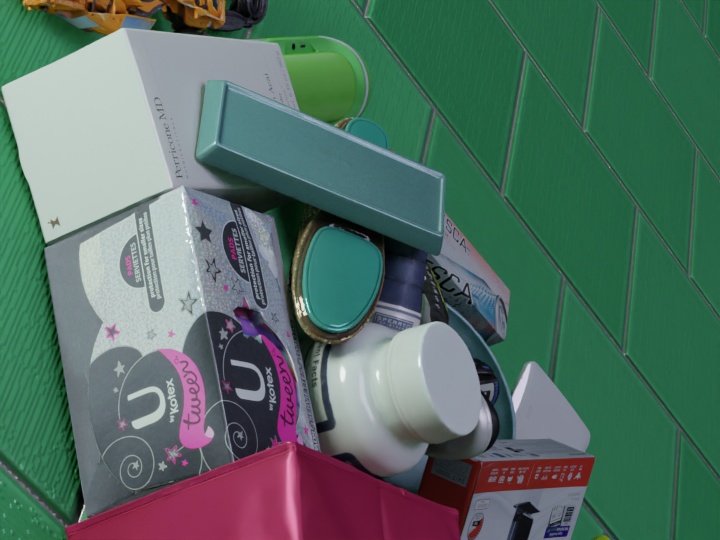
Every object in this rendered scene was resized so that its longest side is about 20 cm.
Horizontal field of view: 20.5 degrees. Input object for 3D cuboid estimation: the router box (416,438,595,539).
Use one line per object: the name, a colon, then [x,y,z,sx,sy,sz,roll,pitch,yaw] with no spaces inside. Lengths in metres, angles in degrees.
router box: [0.102,0.228,1.605,0.200,0.049,0.180,5,103,-57]

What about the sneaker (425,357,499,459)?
sneaker: [0.075,0.095,1.523,0.112,0.200,0.073,0,98,-31]

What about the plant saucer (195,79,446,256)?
plant saucer: [-0.022,-0.074,1.408,0.200,0.019,0.070,22,53,-25]

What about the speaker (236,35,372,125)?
speaker: [-0.068,-0.149,1.640,0.200,0.088,0.089,-15,84,-61]

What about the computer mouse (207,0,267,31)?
computer mouse: [-0.147,-0.270,1.641,0.200,0.046,0.141,6,83,-55]

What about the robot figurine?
robot figurine: [-0.171,-0.233,1.522,0.200,0.058,0.145,5,84,-51]

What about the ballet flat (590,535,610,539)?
ballet flat: [0.194,0.314,1.792,0.067,0.067,0.200,27,46,-21]

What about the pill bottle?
pill bottle: [-0.019,0.101,1.427,0.111,0.200,0.111,36,45,-47]

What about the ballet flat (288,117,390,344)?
ballet flat: [-0.017,-0.019,1.435,0.070,0.065,0.200,27,51,-16]

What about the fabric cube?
fabric cube: [-0.052,0.253,1.279,0.200,0.196,0.200,28,46,-48]

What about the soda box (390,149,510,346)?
soda box: [0.054,-0.012,1.773,0.200,0.063,0.069,48,35,-31]

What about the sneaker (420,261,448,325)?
sneaker: [0.004,-0.020,1.650,0.200,0.076,0.075,57,-1,16]

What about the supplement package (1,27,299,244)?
supplement package: [-0.140,-0.095,1.444,0.200,0.120,0.122,-6,77,-60]

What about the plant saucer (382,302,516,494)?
plant saucer: [0.041,0.108,1.653,0.200,0.036,0.200,21,52,-29]

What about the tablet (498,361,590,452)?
tablet: [0.137,0.194,1.729,0.130,0.014,0.200,50,58,-40]

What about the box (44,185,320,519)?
box: [-0.120,0.063,1.357,0.115,0.132,0.201,16,56,-56]

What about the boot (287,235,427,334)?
boot: [0.000,0.000,1.533,0.073,0.200,0.091,17,85,-26]
